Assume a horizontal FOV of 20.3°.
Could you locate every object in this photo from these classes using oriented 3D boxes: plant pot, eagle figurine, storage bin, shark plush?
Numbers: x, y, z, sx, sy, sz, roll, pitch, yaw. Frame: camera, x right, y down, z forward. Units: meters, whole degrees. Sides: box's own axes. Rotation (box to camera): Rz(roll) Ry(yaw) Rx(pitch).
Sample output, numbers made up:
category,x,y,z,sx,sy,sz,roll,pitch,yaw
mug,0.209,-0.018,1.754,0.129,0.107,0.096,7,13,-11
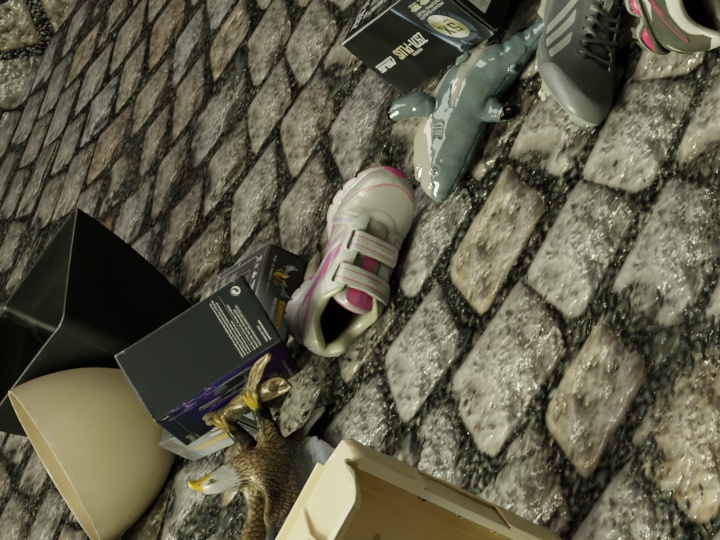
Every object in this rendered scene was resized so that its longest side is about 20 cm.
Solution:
category,x,y,z,sx,sy,sz,roll,pitch,yaw
plant pot,-0.276,0.184,2.192,0.134,0.201,0.200,-31,18,-14
plant pot,-0.308,0.088,2.334,0.200,0.177,0.200,-48,27,32
eagle figurine,-0.085,0.202,1.835,0.152,0.150,0.201,68,-179,-67
storage bin,0.029,0.249,1.398,0.199,0.199,0.094,-61,20,8
shark plush,0.121,-0.154,1.840,0.200,0.091,0.083,-40,47,6

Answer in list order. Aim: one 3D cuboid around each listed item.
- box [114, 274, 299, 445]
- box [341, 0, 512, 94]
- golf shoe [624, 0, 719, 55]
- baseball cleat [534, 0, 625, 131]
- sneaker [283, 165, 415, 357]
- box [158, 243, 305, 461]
category,x,y,z,sx,sy,sz,roll,pitch,yaw
box,-0.141,0.089,1.913,0.141,0.079,0.200,-31,-11,-2
box,0.089,-0.292,1.928,0.164,0.086,0.201,-29,30,54
golf shoe,0.223,-0.253,1.525,0.077,0.200,0.088,-43,26,-16
baseball cleat,0.193,-0.208,1.681,0.107,0.069,0.201,-50,27,32
sneaker,0.000,0.000,1.888,0.201,0.081,0.088,-67,22,17
box,-0.136,0.088,2.122,0.158,0.048,0.201,-30,40,55
